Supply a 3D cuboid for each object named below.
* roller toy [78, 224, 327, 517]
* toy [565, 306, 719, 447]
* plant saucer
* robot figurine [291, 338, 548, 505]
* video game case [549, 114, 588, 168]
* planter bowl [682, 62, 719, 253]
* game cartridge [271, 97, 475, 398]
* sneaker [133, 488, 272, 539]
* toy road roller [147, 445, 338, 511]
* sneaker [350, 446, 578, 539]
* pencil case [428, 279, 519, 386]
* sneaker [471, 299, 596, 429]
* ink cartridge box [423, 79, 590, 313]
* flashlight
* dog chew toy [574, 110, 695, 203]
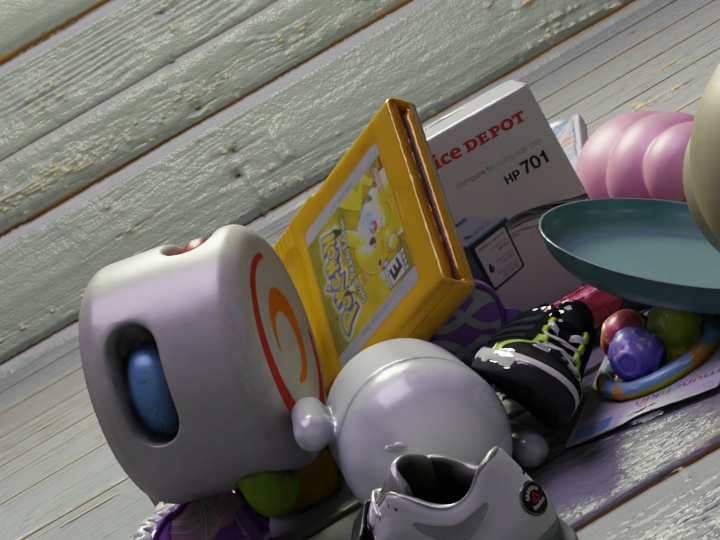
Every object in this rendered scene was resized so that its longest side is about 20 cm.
[{"bbox_3d":[-0.116,0.068,1.260,0.139,0.183,0.201,-17,44,12],"label":"roller toy"},{"bbox_3d":[0.203,0.043,1.219,0.115,0.047,0.200,-27,9,28],"label":"toy"},{"bbox_3d":[0.222,-0.009,1.229,0.199,0.028,0.200,6,18,-2],"label":"plant saucer"},{"bbox_3d":[0.038,0.109,1.171,0.169,0.114,0.200,2,5,-7],"label":"robot figurine"},{"bbox_3d":[0.126,-0.037,1.590,0.182,0.022,0.201,-19,47,21],"label":"video game case"},{"bbox_3d":[0.291,-0.071,1.125,0.200,0.201,0.135,-34,2,-25],"label":"planter bowl"},{"bbox_3d":[0.000,0.000,1.316,0.032,0.177,0.200,10,-42,-34],"label":"game cartridge"},{"bbox_3d":[-0.110,0.204,1.269,0.088,0.081,0.200,-4,18,6],"label":"sneaker"},{"bbox_3d":[-0.092,0.140,1.411,0.199,0.123,0.146,-29,20,5],"label":"toy road roller"},{"bbox_3d":[0.030,0.151,1.047,0.200,0.089,0.074,-25,11,37],"label":"sneaker"},{"bbox_3d":[0.035,0.033,1.361,0.085,0.084,0.200,-21,19,-29],"label":"pencil case"},{"bbox_3d":[0.123,0.051,1.198,0.083,0.072,0.200,-53,3,0],"label":"sneaker"},{"bbox_3d":[0.115,-0.033,1.428,0.146,0.201,0.086,-30,9,3],"label":"ink cartridge box"},{"bbox_3d":[0.178,0.022,1.353,0.199,0.068,0.068,-28,7,6],"label":"flashlight"},{"bbox_3d":[0.251,-0.076,1.443,0.124,0.125,0.200,-31,3,-10],"label":"dog chew toy"}]
